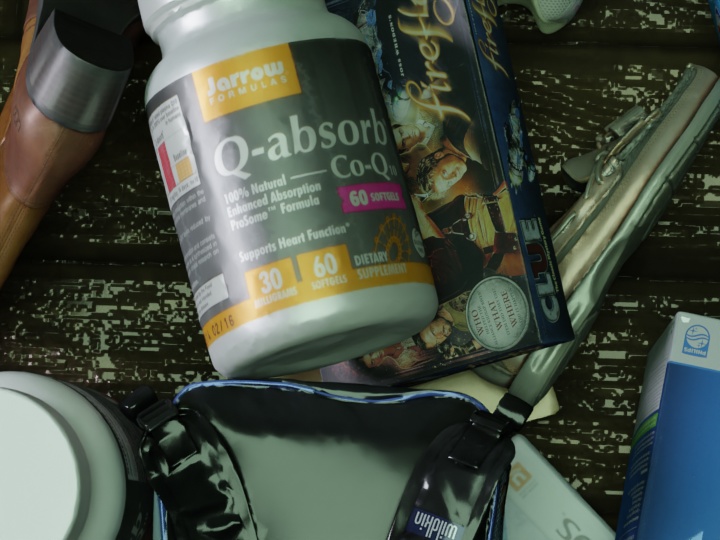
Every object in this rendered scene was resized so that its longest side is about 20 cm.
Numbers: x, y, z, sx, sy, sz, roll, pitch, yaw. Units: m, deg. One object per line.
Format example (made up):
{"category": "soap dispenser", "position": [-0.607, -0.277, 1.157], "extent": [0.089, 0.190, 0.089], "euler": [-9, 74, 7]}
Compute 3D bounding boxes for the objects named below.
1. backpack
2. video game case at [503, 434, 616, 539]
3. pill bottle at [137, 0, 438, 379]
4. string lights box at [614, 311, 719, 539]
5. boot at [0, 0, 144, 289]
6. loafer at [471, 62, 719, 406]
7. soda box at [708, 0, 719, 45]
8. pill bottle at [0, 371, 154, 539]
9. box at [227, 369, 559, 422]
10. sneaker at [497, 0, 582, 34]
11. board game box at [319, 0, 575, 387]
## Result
{"category": "backpack", "position": [-0.018, 0.156, 1.364], "extent": [0.199, 0.154, 0.192], "euler": [3, 76, 7]}
{"category": "video game case", "position": [0.073, 0.218, 1.436], "extent": [0.200, 0.022, 0.182], "euler": [-44, 82, 0]}
{"category": "pill bottle", "position": [-0.040, -0.056, 1.359], "extent": [0.116, 0.116, 0.201], "euler": [-16, 80, 4]}
{"category": "string lights box", "position": [0.158, 0.132, 1.379], "extent": [0.059, 0.103, 0.201], "euler": [11, 77, 0]}
{"category": "boot", "position": [-0.172, -0.058, 1.448], "extent": [0.068, 0.189, 0.201], "euler": [20, 116, -19]}
{"category": "loafer", "position": [0.116, -0.028, 1.426], "extent": [0.063, 0.072, 0.201], "euler": [32, 82, 9]}
{"category": "soda box", "position": [0.207, -0.163, 1.436], "extent": [0.064, 0.068, 0.201], "euler": [-14, 83, 3]}
{"category": "pill bottle", "position": [-0.166, 0.109, 1.379], "extent": [0.115, 0.200, 0.117], "euler": [-1, 85, 6]}
{"category": "box", "position": [0.000, 0.000, 1.463], "extent": [0.163, 0.021, 0.201], "euler": [-16, 82, 3]}
{"category": "sneaker", "position": [0.032, -0.170, 1.447], "extent": [0.199, 0.081, 0.089], "euler": [7, 84, 7]}
{"category": "board game box", "position": [0.023, -0.046, 1.406], "extent": [0.135, 0.035, 0.201], "euler": [-18, 81, 35]}
